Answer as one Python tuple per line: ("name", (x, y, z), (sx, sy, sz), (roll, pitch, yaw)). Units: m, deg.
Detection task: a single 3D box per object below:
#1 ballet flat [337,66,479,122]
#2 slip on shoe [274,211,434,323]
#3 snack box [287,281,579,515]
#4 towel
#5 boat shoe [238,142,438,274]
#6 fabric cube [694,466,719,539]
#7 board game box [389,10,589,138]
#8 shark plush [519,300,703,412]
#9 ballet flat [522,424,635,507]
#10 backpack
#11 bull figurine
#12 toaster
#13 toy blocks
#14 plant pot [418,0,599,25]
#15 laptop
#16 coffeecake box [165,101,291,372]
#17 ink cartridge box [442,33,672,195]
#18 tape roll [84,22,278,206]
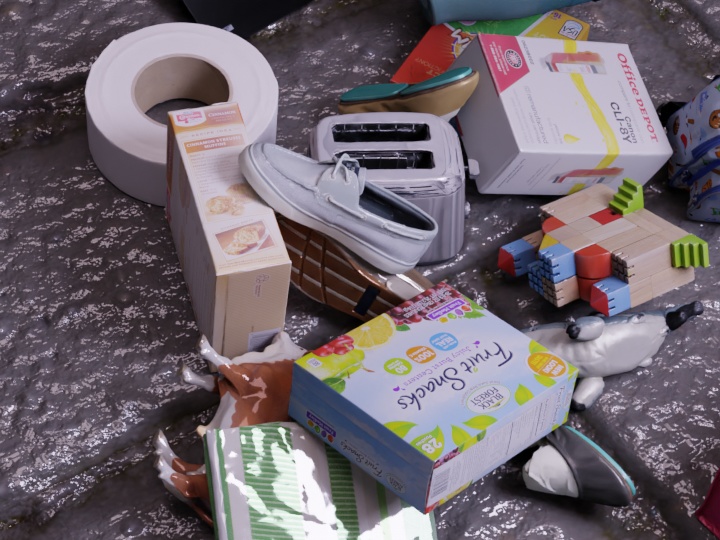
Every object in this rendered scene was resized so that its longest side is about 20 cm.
("ballet flat", (0.057, -0.165, 1.702), (0.068, 0.063, 0.199), (-30, 17, -34))
("slip on shoe", (0.000, 0.000, 1.604), (0.199, 0.076, 0.061), (31, 37, -6))
("snack box", (0.065, 0.106, 1.463), (0.168, 0.068, 0.199), (34, 43, 31))
("towel", (-0.033, 0.202, 1.453), (0.199, 0.023, 0.154), (-3, 75, -21))
("boat shoe", (-0.016, -0.072, 1.540), (0.200, 0.072, 0.070), (30, 33, -20))
("fabric cube", (0.445, 0.177, 1.458), (0.199, 0.197, 0.200), (-34, 64, -25))
("board game box", (0.142, -0.226, 1.830), (0.152, 0.040, 0.200), (25, 55, 14))
("shark plush", (0.245, 0.051, 1.617), (0.199, 0.091, 0.083), (-27, 28, -17))
("ballet flat", (0.164, 0.160, 1.530), (0.068, 0.068, 0.200), (-33, 52, -15))
("backpack", (0.409, -0.129, 1.690), (0.198, 0.191, 0.155), (-1, 69, -6))
("bull figurine", (-0.111, 0.130, 1.496), (0.121, 0.065, 0.201), (25, 62, -17))
("toaster", (0.015, -0.081, 1.653), (0.198, 0.130, 0.114), (0, 52, -5))
("toy blocks", (0.222, -0.016, 1.620), (0.136, 0.101, 0.200), (-22, 31, -20))
("plant pot", (0.142, -0.354, 1.794), (0.187, 0.200, 0.201), (-20, 56, -2))
("laptop", (-0.165, -0.352, 1.916), (0.177, 0.104, 0.200), (-33, 37, -27))
("coffeecake box", (-0.130, -0.033, 1.586), (0.073, 0.154, 0.201), (-10, 55, -15))
("ink cartridge box", (0.202, -0.158, 1.710), (0.199, 0.083, 0.146), (-1, 60, -31))
("tape roll", (-0.186, -0.164, 1.733), (0.201, 0.071, 0.203), (2, 53, -3))
